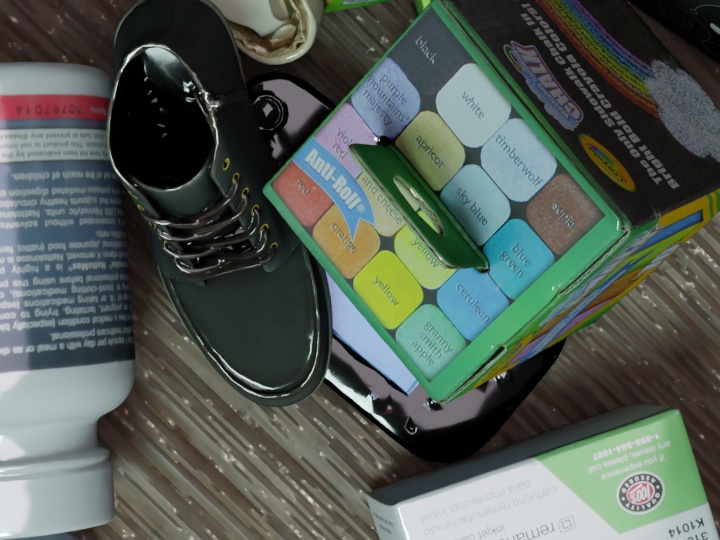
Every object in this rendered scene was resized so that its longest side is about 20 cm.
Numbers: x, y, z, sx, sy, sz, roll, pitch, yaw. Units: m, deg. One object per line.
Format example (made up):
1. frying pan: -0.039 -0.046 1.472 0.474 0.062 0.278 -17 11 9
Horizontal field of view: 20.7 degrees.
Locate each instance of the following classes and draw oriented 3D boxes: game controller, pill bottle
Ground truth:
1. game controller: 0.000 0.000 0.936 0.200 0.042 0.104 39 83 -5
2. pill bottle: -0.160 0.014 0.870 0.119 0.120 0.200 -5 89 -9

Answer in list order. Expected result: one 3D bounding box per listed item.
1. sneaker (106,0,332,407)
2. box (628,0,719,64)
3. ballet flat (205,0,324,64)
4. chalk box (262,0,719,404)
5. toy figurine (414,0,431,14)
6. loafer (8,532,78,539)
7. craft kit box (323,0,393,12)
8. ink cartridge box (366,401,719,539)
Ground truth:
1. sneaker: -0.067 -0.016 0.860 0.075 0.106 0.200 -18 108 7
2. box: 0.226 -0.156 0.895 0.148 0.200 0.124 33 84 -6
3. ballet flat: -0.078 -0.171 0.878 0.069 0.069 0.200 -42 119 -8
4. chalk box: 0.057 -0.035 0.831 0.125 0.200 0.124 52 123 12
5. toy figurine: 0.088 -0.199 0.884 0.150 0.184 0.200 11 87 -8
6. loafer: -0.219 0.161 0.875 0.200 0.072 0.063 -8 57 -12
7. craft kit box: -0.005 -0.227 0.863 0.048 0.198 0.200 -10 89 -10
8. ink cartridge box: 0.104 0.179 0.925 0.146 0.084 0.200 -18 91 -9
